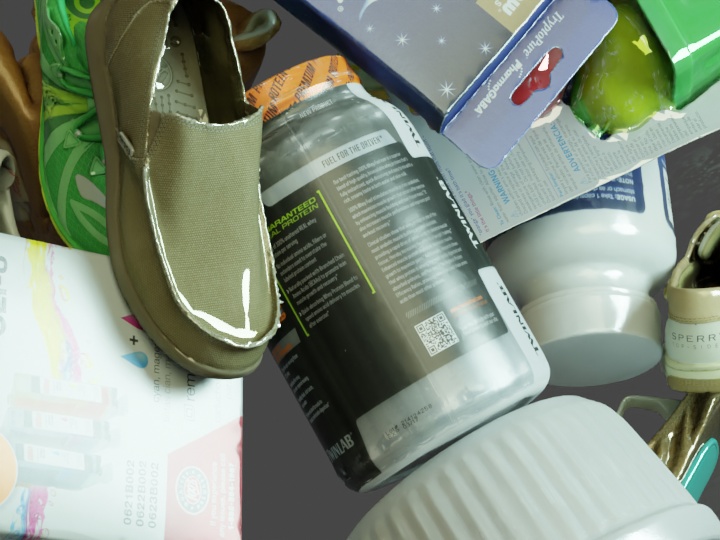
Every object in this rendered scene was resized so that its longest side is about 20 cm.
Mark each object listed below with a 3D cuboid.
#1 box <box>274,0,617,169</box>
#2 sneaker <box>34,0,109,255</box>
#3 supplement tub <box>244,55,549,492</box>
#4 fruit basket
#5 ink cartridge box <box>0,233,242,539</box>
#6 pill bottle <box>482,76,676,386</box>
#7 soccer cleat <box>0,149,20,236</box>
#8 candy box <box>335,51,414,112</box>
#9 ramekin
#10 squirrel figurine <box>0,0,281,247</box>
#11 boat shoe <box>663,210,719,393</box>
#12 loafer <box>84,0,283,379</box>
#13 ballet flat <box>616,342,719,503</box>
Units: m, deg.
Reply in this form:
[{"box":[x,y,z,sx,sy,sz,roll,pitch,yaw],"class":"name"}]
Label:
[{"box":[0.028,-0.158,1.177,0.200,0.032,0.121,39,74,6],"class":"box"},{"box":[-0.132,-0.090,1.157,0.073,0.084,0.202,-10,78,-14],"class":"sneaker"},{"box":[0.000,0.000,1.149,0.122,0.123,0.201,-26,81,-18],"class":"supplement tub"},{"box":[0.109,-0.127,1.246,0.199,0.094,0.186,-28,68,1],"class":"fruit basket"},{"box":[-0.176,0.073,1.095,0.199,0.144,0.147,12,68,-32],"class":"ink cartridge box"},{"box":[0.123,-0.041,1.304,0.110,0.111,0.202,0,65,-8],"class":"pill bottle"},{"box":[-0.232,-0.053,1.202,0.085,0.069,0.201,-38,90,10],"class":"soccer cleat"},{"box":[0.056,-0.171,1.364,0.026,0.102,0.201,50,63,-29],"class":"candy box"},{"box":[0.080,0.153,1.163,0.199,0.201,0.105,-27,68,-19],"class":"ramekin"},{"box":[-0.117,-0.076,1.283,0.186,0.142,0.200,-29,70,-32],"class":"squirrel figurine"},{"box":[0.218,0.000,1.276,0.073,0.067,0.200,-2,23,21],"class":"boat shoe"},{"box":[-0.081,-0.048,1.075,0.076,0.067,0.202,-9,77,-39],"class":"loafer"},{"box":[0.187,0.084,1.292,0.072,0.068,0.200,29,67,27],"class":"ballet flat"}]
